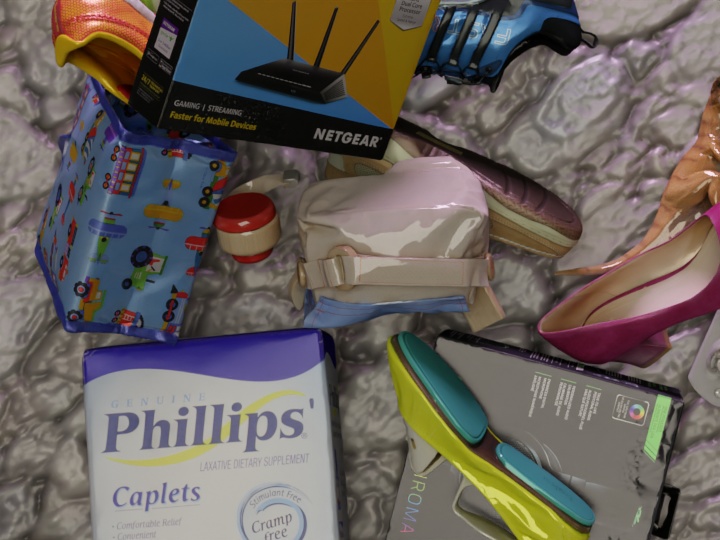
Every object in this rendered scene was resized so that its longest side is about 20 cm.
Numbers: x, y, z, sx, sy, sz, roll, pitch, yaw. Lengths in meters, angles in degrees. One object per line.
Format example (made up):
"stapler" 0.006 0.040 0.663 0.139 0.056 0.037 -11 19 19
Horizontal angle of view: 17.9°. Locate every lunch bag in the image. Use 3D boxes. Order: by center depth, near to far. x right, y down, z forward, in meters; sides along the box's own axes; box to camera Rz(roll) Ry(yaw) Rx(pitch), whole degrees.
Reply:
"lunch bag" -0.187 -0.058 1.664 0.094 0.200 0.151 9 108 -30

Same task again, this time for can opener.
"can opener" 0.296 0.010 1.649 0.052 0.066 0.201 26 109 19

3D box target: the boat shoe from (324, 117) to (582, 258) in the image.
"boat shoe" 0.066 -0.050 1.694 0.199 0.072 0.077 28 108 13

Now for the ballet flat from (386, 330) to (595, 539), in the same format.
"ballet flat" 0.076 0.133 1.600 0.200 0.067 0.067 44 109 2

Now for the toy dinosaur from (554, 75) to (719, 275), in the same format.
"toy dinosaur" 0.243 -0.048 1.680 0.106 0.060 0.201 31 84 17

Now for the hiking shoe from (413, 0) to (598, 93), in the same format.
"hiking shoe" 0.068 -0.167 1.678 0.199 0.074 0.087 -23 84 6

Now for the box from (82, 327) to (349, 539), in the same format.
"box" -0.104 0.150 1.681 0.183 0.105 0.201 -6 83 5

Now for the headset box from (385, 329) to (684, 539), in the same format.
"headset box" 0.133 0.152 1.671 0.199 0.093 0.175 15 94 6

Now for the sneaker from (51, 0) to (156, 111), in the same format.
"sneaker" -0.134 -0.135 1.611 0.199 0.073 0.078 19 54 -29

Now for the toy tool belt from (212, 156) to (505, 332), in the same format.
"toy tool belt" 0.000 0.000 1.635 0.199 0.125 0.124 -6 119 6

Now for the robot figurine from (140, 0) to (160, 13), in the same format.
"robot figurine" -0.097 -0.214 1.670 0.199 0.116 0.176 -14 110 17

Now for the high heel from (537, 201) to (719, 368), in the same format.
"high heel" 0.213 -0.002 1.622 0.095 0.200 0.068 13 50 -30

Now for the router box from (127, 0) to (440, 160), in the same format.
"router box" -0.048 -0.162 1.575 0.051 0.199 0.150 38 115 46
